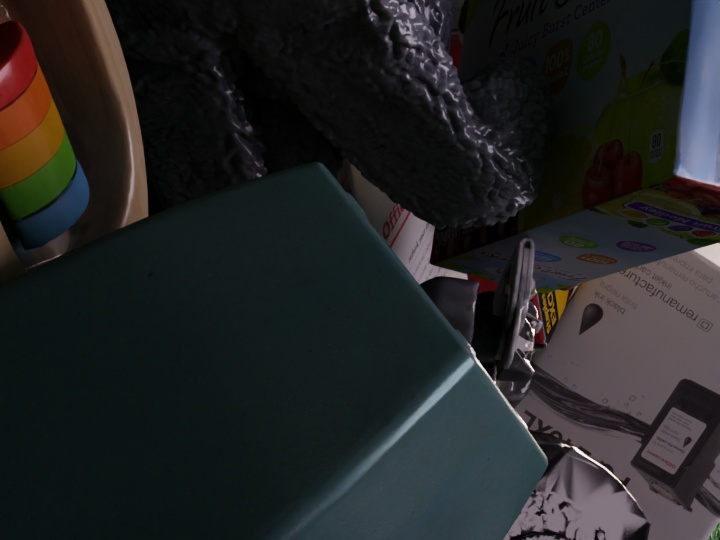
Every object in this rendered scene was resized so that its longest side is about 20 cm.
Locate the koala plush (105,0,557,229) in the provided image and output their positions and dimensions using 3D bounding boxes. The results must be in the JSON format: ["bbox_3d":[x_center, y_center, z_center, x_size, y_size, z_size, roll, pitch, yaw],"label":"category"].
[{"bbox_3d":[-0.007,-0.135,0.825,0.184,0.177,0.200,58,40,-31],"label":"koala plush"}]

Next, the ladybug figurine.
[{"bbox_3d":[-0.128,-0.043,0.644,0.136,0.072,0.200,-62,145,-48],"label":"ladybug figurine"}]

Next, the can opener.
[{"bbox_3d":[0.043,0.033,0.885,0.200,0.067,0.054,108,-10,-74],"label":"can opener"}]

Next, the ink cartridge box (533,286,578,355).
[{"bbox_3d":[0.150,0.092,1.287,0.068,0.116,0.201,-48,134,-60],"label":"ink cartridge box"}]

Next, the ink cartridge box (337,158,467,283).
[{"bbox_3d":[0.000,0.000,0.971,0.115,0.068,0.200,-61,145,-51],"label":"ink cartridge box"}]

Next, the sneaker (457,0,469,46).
[{"bbox_3d":[0.111,-0.106,1.020,0.200,0.075,0.077,-8,110,-59],"label":"sneaker"}]

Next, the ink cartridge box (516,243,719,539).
[{"bbox_3d":[0.170,0.080,1.183,0.200,0.145,0.083,-59,173,14],"label":"ink cartridge box"}]

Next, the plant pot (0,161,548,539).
[{"bbox_3d":[-0.055,0.073,0.606,0.141,0.200,0.141,52,0,33],"label":"plant pot"}]

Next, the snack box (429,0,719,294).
[{"bbox_3d":[0.109,-0.090,0.826,0.067,0.200,0.169,15,76,-23],"label":"snack box"}]

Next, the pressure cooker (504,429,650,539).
[{"bbox_3d":[0.010,0.156,0.850,0.176,0.200,0.179,-36,108,-35],"label":"pressure cooker"}]

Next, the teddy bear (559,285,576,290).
[{"bbox_3d":[0.147,-0.050,0.992,0.200,0.145,0.067,-32,105,-20],"label":"teddy bear"}]

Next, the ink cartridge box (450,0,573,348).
[{"bbox_3d":[0.063,-0.063,1.106,0.176,0.084,0.200,-59,143,-49],"label":"ink cartridge box"}]
